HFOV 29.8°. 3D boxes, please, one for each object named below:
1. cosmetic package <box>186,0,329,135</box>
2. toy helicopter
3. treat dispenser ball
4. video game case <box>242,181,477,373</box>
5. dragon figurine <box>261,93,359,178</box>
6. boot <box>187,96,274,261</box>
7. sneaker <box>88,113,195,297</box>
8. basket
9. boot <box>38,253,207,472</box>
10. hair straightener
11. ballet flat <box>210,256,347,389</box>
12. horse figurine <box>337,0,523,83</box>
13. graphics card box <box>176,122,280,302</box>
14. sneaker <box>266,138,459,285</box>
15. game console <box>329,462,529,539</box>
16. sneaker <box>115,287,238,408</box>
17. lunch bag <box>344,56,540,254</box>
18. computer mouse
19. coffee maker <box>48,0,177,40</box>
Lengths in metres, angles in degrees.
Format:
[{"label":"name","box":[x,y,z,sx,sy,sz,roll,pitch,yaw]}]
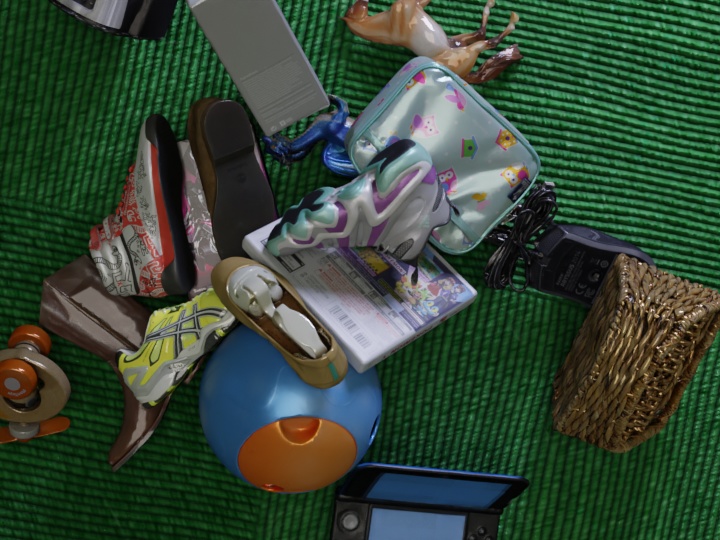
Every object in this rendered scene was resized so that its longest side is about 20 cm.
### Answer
[{"label":"cosmetic package","box":[-0.119,-0.255,1.449,0.090,0.107,0.200,-26,138,0]},{"label":"toy helicopter","box":[-0.420,0.151,1.534,0.200,0.079,0.132,-16,123,15]},{"label":"treat dispenser ball","box":[-0.077,0.144,1.483,0.201,0.201,0.201,0,93,-3]},{"label":"video game case","box":[0.000,0.000,1.484,0.182,0.023,0.200,-30,66,-35]},{"label":"dragon figurine","box":[-0.012,-0.137,1.541,0.200,0.059,0.100,22,93,-8]},{"label":"boot","box":[-0.147,-0.095,1.492,0.074,0.075,0.200,-18,112,-27]},{"label":"sneaker","box":[-0.252,-0.068,1.493,0.108,0.067,0.202,-5,99,16]},{"label":"basket","box":[0.316,0.109,1.500,0.149,0.143,0.200,22,116,-3]},{"label":"boot","box":[-0.300,0.103,1.540,0.200,0.064,0.186,35,80,-6]},{"label":"hair straightener","box":[0.136,-0.057,1.568,0.200,0.041,0.077,17,92,-8]},{"label":"ballet flat","box":[-0.085,0.039,1.393,0.069,0.063,0.200,-42,64,-16]},{"label":"horse figurine","box":[0.091,-0.276,1.540,0.200,0.050,0.133,36,103,-10]},{"label":"graphics card box","box":[-0.156,-0.058,1.544,0.125,0.051,0.200,-14,92,-1]},{"label":"sneaker","box":[0.011,-0.034,1.436,0.200,0.078,0.140,-29,112,16]},{"label":"game console","box":[0.073,0.296,1.528,0.200,0.118,0.171,7,94,-10]},{"label":"sneaker","box":[-0.188,0.060,1.479,0.076,0.075,0.200,45,93,1]},{"label":"lunch bag","box":[0.089,-0.120,1.485,0.200,0.077,0.160,42,94,-15]},{"label":"computer mouse","box":[0.249,-0.016,1.549,0.200,0.053,0.139,21,113,-15]},{"label":"coffee maker","box":[-0.228,-0.358,1.474,0.135,0.192,0.200,42,115,37]}]
